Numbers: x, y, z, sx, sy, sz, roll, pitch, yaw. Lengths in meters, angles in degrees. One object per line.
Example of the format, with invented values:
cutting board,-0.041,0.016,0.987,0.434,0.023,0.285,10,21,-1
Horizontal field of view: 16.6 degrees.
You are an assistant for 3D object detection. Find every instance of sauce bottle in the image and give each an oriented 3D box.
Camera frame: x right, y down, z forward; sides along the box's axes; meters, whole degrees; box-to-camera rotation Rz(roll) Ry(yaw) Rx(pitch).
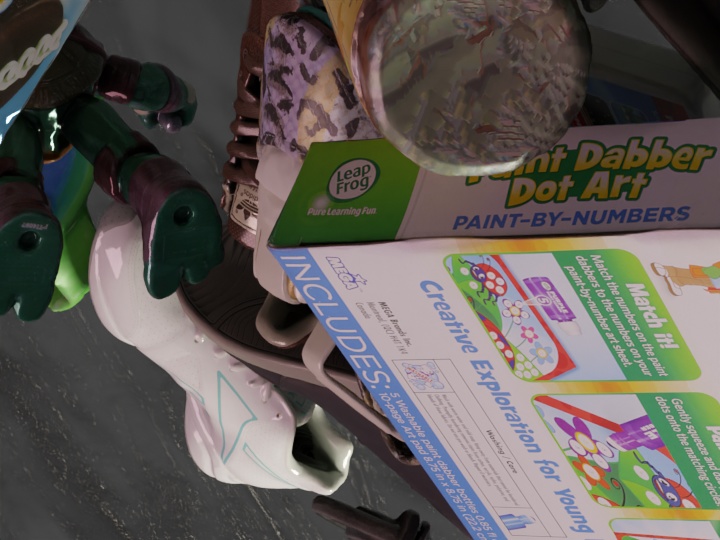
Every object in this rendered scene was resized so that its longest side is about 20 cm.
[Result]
sauce bottle,0.020,-0.087,0.712,0.065,0.064,0.200,54,-172,-21

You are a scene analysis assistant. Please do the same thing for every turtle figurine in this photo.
turtle figurine,-0.135,-0.058,0.998,0.200,0.149,0.101,53,164,51

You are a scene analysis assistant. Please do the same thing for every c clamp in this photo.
c clamp,0.072,0.144,1.077,0.199,0.027,0.171,26,176,-5

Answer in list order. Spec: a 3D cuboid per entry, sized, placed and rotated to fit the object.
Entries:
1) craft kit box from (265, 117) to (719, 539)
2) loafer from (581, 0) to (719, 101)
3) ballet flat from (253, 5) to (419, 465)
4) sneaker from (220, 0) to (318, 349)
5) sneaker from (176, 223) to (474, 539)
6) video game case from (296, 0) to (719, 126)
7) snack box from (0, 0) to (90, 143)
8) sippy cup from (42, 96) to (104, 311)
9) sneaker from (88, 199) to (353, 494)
craft kit box,0.102,0.037,0.708,0.196,0.049,0.200,1,142,33
loafer,0.080,-0.103,0.667,0.200,0.070,0.070,43,157,6
ballet flat,0.000,0.000,0.874,0.072,0.072,0.201,23,150,43
sneaker,-0.017,-0.043,0.923,0.070,0.076,0.201,31,153,30
sneaker,0.006,0.052,1.043,0.199,0.075,0.107,25,150,38
video game case,0.065,-0.031,0.803,0.199,0.017,0.143,25,152,48
snack box,-0.114,-0.134,0.744,0.116,0.201,0.037,23,-165,-45
sippy cup,-0.196,-0.063,1.145,0.130,0.138,0.179,177,84,-74
sneaker,-0.059,0.034,1.148,0.080,0.071,0.201,14,149,36
